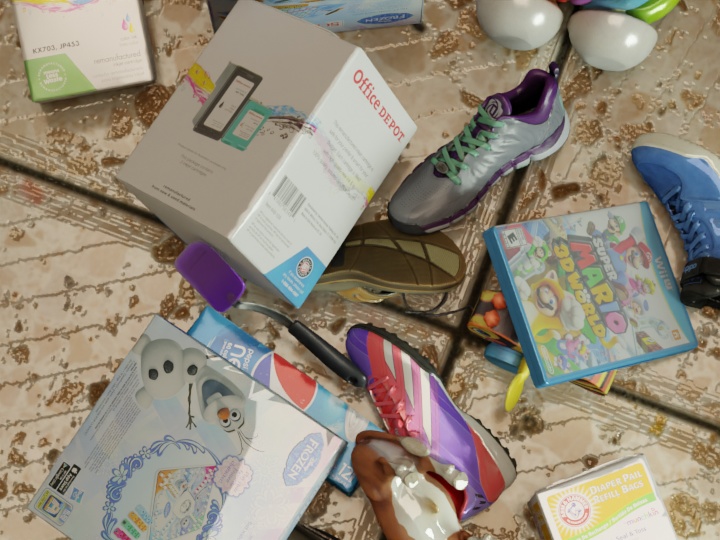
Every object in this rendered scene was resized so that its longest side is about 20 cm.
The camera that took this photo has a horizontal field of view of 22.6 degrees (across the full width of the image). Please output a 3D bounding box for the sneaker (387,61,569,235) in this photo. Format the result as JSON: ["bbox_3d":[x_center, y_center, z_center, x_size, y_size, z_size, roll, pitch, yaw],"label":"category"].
[{"bbox_3d":[0.100,-0.115,1.616,0.200,0.088,0.074,-36,54,-18],"label":"sneaker"}]

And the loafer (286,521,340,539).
[{"bbox_3d":[-0.085,0.244,1.571,0.199,0.071,0.073,23,80,5],"label":"loafer"}]

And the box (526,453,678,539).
[{"bbox_3d":[0.226,0.270,1.546,0.101,0.113,0.201,-20,80,-2],"label":"box"}]

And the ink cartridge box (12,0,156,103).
[{"bbox_3d":[-0.261,-0.262,1.645,0.116,0.067,0.201,-11,95,-2],"label":"ink cartridge box"}]

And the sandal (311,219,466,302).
[{"bbox_3d":[0.000,0.000,1.626,0.199,0.054,0.081,-3,48,15],"label":"sandal"}]

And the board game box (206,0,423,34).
[{"bbox_3d":[-0.041,-0.263,1.604,0.199,0.200,0.041,-6,77,-2],"label":"board game box"}]

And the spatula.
[{"bbox_3d":[-0.075,0.043,1.573,0.200,0.057,0.021,34,48,-10],"label":"spatula"}]

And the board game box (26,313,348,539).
[{"bbox_3d":[-0.146,0.175,1.532,0.199,0.043,0.200,33,86,12],"label":"board game box"}]

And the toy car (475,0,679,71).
[{"bbox_3d":[0.202,-0.289,1.634,0.199,0.150,0.176,13,79,2],"label":"toy car"}]

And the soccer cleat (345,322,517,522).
[{"bbox_3d":[0.049,0.132,1.590,0.200,0.068,0.073,47,63,4],"label":"soccer cleat"}]

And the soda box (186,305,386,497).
[{"bbox_3d":[-0.072,0.117,1.597,0.200,0.068,0.064,35,81,6],"label":"soda box"}]

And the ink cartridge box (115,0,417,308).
[{"bbox_3d":[-0.078,-0.105,1.578,0.146,0.147,0.200,28,78,33],"label":"ink cartridge box"}]

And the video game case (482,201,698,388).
[{"bbox_3d":[0.206,0.018,1.586,0.199,0.018,0.144,-10,76,-39],"label":"video game case"}]

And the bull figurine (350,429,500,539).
[{"bbox_3d":[0.062,0.220,1.528,0.065,0.121,0.200,-42,107,-24],"label":"bull figurine"}]

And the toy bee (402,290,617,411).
[{"bbox_3d":[0.136,0.059,1.590,0.199,0.109,0.132,3,81,0],"label":"toy bee"}]

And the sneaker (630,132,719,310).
[{"bbox_3d":[0.308,-0.030,1.622,0.200,0.077,0.111,39,72,0],"label":"sneaker"}]
